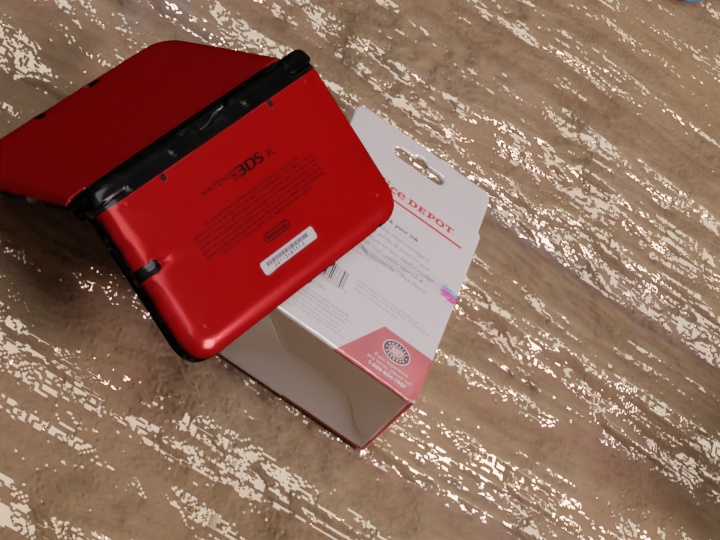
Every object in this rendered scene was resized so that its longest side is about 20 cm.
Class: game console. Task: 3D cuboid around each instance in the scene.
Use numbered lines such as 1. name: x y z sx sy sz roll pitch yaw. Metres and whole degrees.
1. game console: -0.109 -0.047 1.448 0.200 0.118 0.173 -38 98 -40

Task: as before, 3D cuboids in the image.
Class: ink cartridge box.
1. ink cartridge box: 0.000 0.000 1.518 0.116 0.067 0.201 35 44 -10

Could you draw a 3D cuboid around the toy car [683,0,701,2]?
1. toy car: 0.320 -0.348 1.941 0.176 0.200 0.185 -3 59 -39
